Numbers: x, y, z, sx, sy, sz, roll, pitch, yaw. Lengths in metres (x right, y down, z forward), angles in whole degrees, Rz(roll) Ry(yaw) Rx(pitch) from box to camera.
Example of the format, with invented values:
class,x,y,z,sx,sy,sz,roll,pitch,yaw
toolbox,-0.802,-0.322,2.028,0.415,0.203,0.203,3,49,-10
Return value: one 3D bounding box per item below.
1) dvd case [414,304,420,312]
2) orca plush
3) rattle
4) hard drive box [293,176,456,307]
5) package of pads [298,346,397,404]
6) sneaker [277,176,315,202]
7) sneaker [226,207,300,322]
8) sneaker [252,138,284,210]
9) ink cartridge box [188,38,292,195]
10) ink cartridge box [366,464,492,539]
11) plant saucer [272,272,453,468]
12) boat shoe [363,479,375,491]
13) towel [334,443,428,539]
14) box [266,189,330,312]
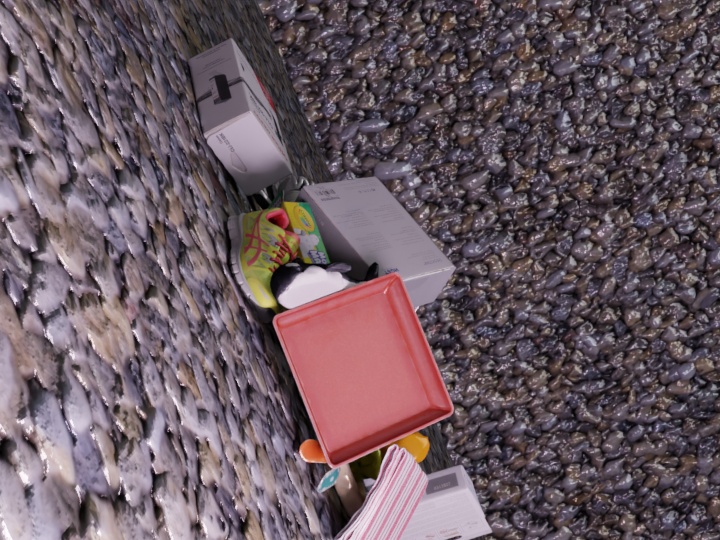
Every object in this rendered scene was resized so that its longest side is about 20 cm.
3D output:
class,x,y,z,sx,sy,sz,roll,pitch,yaw
dvd case,0.000,0.000,1.700,0.200,0.025,0.150,32,6,-1
orca plush,-0.053,0.002,1.428,0.200,0.105,0.071,-11,57,-45
rattle,0.011,0.244,1.456,0.200,0.142,0.130,70,15,-59
hard drive box,0.013,-0.036,1.606,0.156,0.077,0.200,-12,53,-44
package of pads,-0.013,0.129,1.579,0.068,0.154,0.200,58,8,-17
sneaker,-0.041,-0.086,1.821,0.075,0.200,0.081,121,-24,-47
sneaker,-0.120,-0.018,1.460,0.200,0.090,0.078,-106,173,-45
sneaker,-0.162,-0.193,1.835,0.072,0.083,0.200,57,11,-62
ink cartridge box,-0.186,-0.236,1.727,0.144,0.084,0.200,56,12,-45
ink cartridge box,0.104,0.373,1.717,0.200,0.162,0.057,59,14,-59
plant saucer,0.000,0.125,1.419,0.037,0.199,0.200,-29,-98,58
boat shoe,-0.001,0.245,1.681,0.200,0.072,0.068,66,-13,-23
towel,0.033,0.312,1.459,0.030,0.147,0.200,25,-15,22
box,-0.094,-0.003,1.558,0.048,0.117,0.200,-1,59,-37
